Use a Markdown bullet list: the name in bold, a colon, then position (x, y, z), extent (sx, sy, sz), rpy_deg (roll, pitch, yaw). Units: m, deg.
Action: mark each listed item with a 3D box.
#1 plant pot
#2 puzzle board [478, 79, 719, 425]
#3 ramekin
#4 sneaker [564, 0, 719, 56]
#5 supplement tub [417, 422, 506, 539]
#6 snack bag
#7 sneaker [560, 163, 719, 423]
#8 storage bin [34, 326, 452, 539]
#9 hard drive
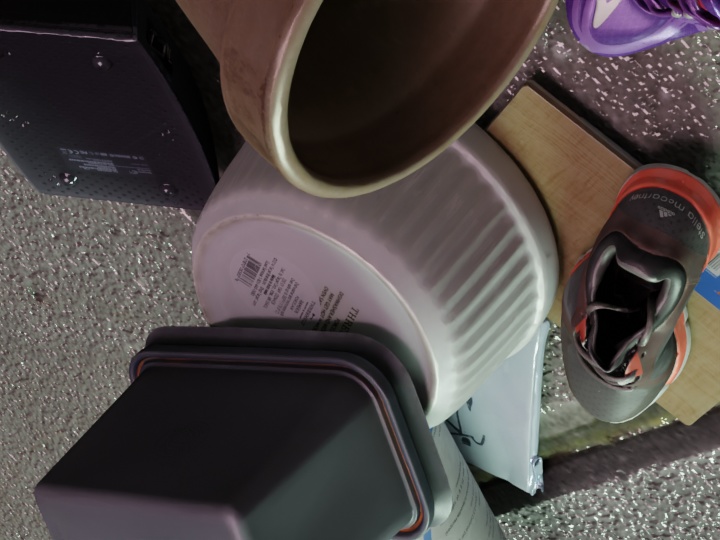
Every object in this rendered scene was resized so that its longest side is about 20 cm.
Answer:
- **plant pot**: position (-0.023, -0.162, 1.139), extent (0.174, 0.200, 0.201), rpy_deg (39, 151, 27)
- **puzzle board**: position (0.139, -0.008, 1.316), extent (0.199, 0.017, 0.151), rpy_deg (37, 146, -2)
- **ramekin**: position (0.000, 0.000, 1.334), extent (0.199, 0.105, 0.201), rpy_deg (24, 142, 20)
- **sneaker**: position (0.154, -0.138, 1.076), extent (0.081, 0.084, 0.199), rpy_deg (43, 147, -17)
- **supplement tub**: position (0.011, 0.154, 1.492), extent (0.131, 0.132, 0.201), rpy_deg (4, 136, 39)
- **snack bag**: position (0.030, 0.042, 1.473), extent (0.199, 0.021, 0.189), rpy_deg (24, 145, 20)
- **sneaker**: position (0.133, 0.028, 1.276), extent (0.077, 0.082, 0.201), rpy_deg (26, 144, 14)
- **storage bin**: position (-0.071, 0.128, 1.315), extent (0.199, 0.134, 0.147), rpy_deg (2, 122, 41)
- **hard drive**: position (-0.155, -0.099, 1.386), extent (0.134, 0.043, 0.200), rpy_deg (6, 156, 14)
